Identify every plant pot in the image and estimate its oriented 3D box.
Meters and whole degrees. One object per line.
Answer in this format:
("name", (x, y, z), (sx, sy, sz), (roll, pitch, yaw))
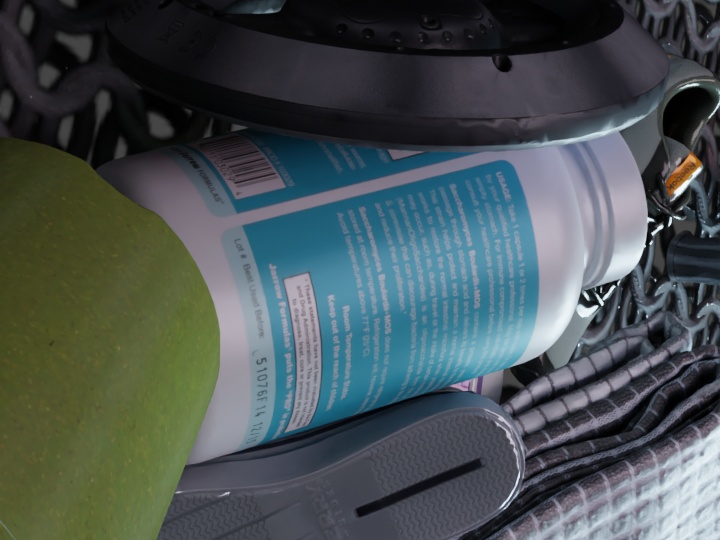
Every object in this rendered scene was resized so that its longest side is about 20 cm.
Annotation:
("plant pot", (-0.132, 0.060, 0.530), (0.190, 0.200, 0.200), (-60, 141, -49))

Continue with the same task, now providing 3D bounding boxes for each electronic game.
("electronic game", (0.010, -0.081, 0.665), (0.200, 0.200, 0.042), (-25, 127, -50))

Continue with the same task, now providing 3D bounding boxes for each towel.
("towel", (0.088, 0.133, 0.812), (0.200, 0.086, 0.166), (-29, 132, -28))

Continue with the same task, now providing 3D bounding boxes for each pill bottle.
("pill bottle", (0.004, -0.006, 0.688), (0.200, 0.111, 0.111), (-15, 111, -24))

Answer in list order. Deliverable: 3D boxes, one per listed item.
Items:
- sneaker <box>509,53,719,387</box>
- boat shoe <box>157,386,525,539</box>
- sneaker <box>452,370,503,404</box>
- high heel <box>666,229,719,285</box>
("sneaker", (0.122, -0.031, 0.939), (0.074, 0.079, 0.200), (50, 58, -49))
("boat shoe", (-0.036, 0.096, 0.705), (0.200, 0.067, 0.074), (-15, 102, -9))
("sneaker", (-0.001, 0.000, 0.790), (0.114, 0.073, 0.201), (-4, 94, -46))
("high heel", (0.288, -0.036, 1.116), (0.200, 0.142, 0.072), (-41, 128, -43))
